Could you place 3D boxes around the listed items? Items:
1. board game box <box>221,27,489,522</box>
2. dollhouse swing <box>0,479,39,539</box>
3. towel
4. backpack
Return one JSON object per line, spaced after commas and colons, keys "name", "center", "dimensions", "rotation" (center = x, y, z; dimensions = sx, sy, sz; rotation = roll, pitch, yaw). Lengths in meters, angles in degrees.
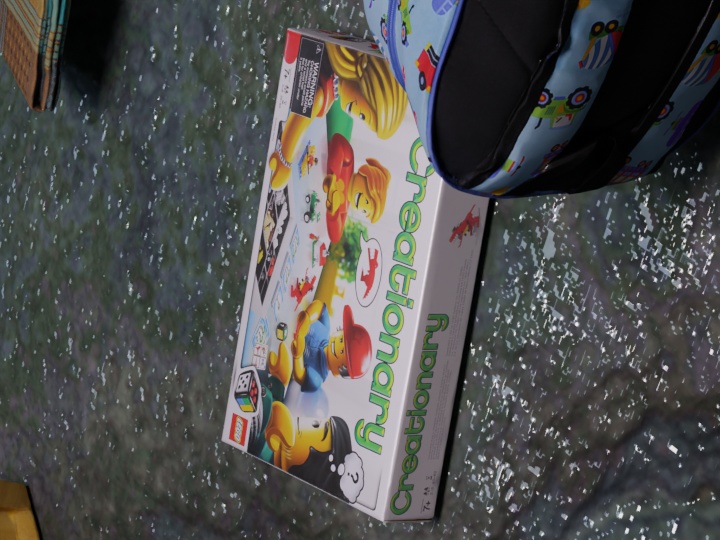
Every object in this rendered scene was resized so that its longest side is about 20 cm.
{"name": "board game box", "center": [0.000, 0.000, 1.267], "dimensions": [0.126, 0.034, 0.201], "rotation": [21, 105, 49]}
{"name": "dollhouse swing", "center": [-0.248, 0.225, 1.458], "dimensions": [0.182, 0.175, 0.201], "rotation": [-36, 64, 44]}
{"name": "towel", "center": [-0.166, -0.201, 1.442], "dimensions": [0.147, 0.022, 0.201], "rotation": [-123, 39, -57]}
{"name": "backpack", "center": [0.081, -0.133, 1.060], "dimensions": [0.135, 0.182, 0.201], "rotation": [46, 129, 37]}
